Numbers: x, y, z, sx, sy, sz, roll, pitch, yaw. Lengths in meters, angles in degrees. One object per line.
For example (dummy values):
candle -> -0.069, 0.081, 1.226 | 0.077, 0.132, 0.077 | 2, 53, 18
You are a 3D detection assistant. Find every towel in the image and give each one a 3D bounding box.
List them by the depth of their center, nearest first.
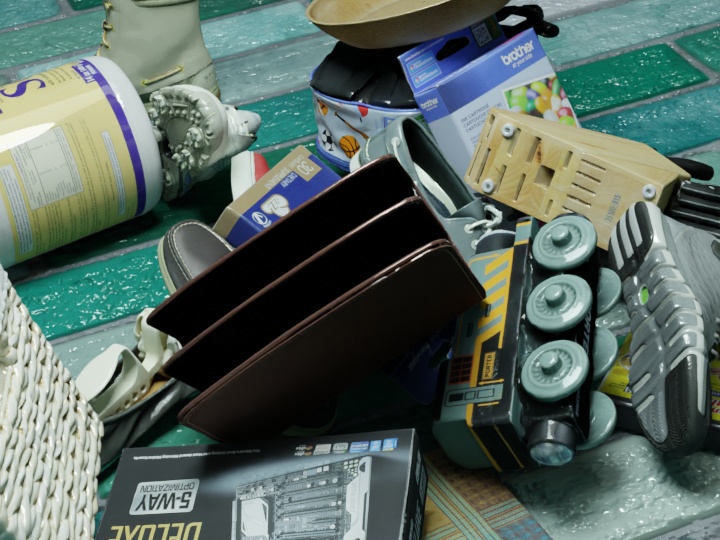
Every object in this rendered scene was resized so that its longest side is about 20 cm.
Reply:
towel -> 0.015, 0.185, 0.962 | 0.199, 0.022, 0.147 | -19, 37, -19

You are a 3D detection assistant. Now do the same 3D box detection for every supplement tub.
supplement tub -> -0.284, -0.086, 1.283 | 0.199, 0.146, 0.145 | -23, 38, -24

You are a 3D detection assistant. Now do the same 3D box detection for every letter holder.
letter holder -> -0.037, 0.016, 0.977 | 0.200, 0.142, 0.101 | -34, 70, 5

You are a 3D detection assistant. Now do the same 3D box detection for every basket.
basket -> -0.273, 0.130, 0.915 | 0.199, 0.161, 0.199 | -25, 33, 11

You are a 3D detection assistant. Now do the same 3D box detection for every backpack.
backpack -> 0.047, -0.147, 1.315 | 0.199, 0.155, 0.190 | 10, 29, 32

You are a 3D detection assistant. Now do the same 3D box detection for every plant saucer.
plant saucer -> 0.054, -0.226, 1.253 | 0.199, 0.036, 0.200 | -15, 23, 6

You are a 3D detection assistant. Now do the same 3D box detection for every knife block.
knife block -> 0.201, -0.069, 1.194 | 0.199, 0.064, 0.175 | 25, 19, 15

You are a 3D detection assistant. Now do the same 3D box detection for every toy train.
toy train -> 0.112, 0.046, 1.025 | 0.114, 0.085, 0.201 | -10, 48, 24

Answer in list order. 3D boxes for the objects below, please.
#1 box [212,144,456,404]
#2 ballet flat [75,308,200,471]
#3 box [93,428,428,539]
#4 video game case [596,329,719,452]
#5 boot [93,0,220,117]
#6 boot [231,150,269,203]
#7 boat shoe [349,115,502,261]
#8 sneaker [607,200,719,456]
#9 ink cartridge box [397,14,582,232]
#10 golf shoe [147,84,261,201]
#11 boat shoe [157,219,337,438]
box -> 0.000, 0.000, 1.115 | 0.200, 0.032, 0.121 | 40, 36, 2
ballet flat -> -0.154, 0.074, 1.102 | 0.068, 0.069, 0.200 | 15, 40, 30
box -> -0.065, 0.175, 0.918 | 0.199, 0.050, 0.158 | -5, 39, 14
video game case -> 0.289, 0.068, 1.081 | 0.199, 0.026, 0.181 | 13, 39, 24
boot -> -0.243, -0.223, 1.462 | 0.199, 0.155, 0.072 | -4, 35, 2
boot -> -0.030, -0.034, 1.240 | 0.144, 0.073, 0.200 | -12, 43, -8
boat shoe -> 0.072, -0.030, 1.128 | 0.200, 0.062, 0.073 | 51, 35, 14
sneaker -> 0.244, 0.042, 1.044 | 0.115, 0.075, 0.201 | 14, 51, -21
ink cartridge box -> 0.121, -0.109, 1.219 | 0.119, 0.201, 0.042 | -33, 8, -32
golf shoe -> -0.128, -0.124, 1.292 | 0.097, 0.079, 0.200 | -25, 0, -18
boat shoe -> -0.075, 0.031, 1.097 | 0.073, 0.065, 0.200 | -24, 65, -38
